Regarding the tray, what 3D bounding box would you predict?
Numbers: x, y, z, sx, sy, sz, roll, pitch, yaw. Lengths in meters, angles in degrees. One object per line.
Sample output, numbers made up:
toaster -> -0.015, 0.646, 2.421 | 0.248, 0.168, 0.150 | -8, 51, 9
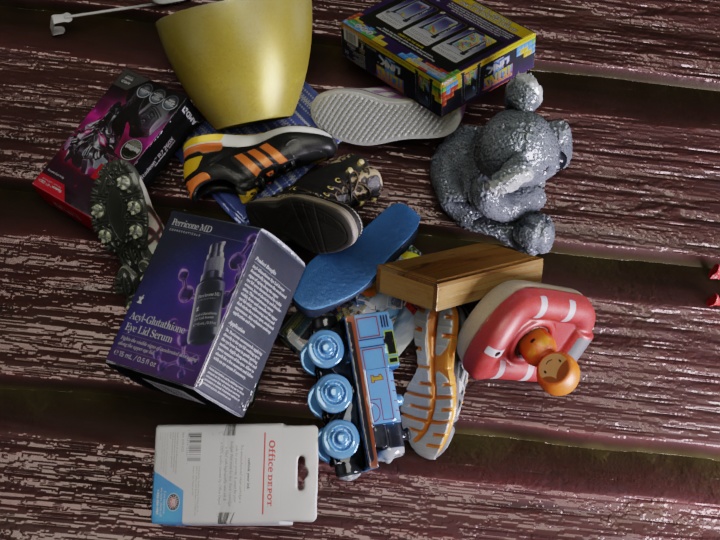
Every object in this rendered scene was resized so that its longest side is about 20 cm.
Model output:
tray -> 0.123, 0.003, 1.466 | 0.199, 0.098, 0.037 | -13, 112, -43

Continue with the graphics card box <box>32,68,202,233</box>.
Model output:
graphics card box -> -0.307, -0.151, 1.523 | 0.125, 0.051, 0.201 | 27, 72, 33

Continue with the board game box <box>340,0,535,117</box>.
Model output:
board game box -> 0.098, -0.290, 1.548 | 0.164, 0.057, 0.200 | -29, 48, -26

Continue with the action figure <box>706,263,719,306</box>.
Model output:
action figure -> 0.555, 0.035, 1.569 | 0.198, 0.052, 0.066 | 9, 71, -4

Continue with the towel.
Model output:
towel -> -0.128, -0.168, 1.584 | 0.200, 0.024, 0.145 | -43, 81, -15

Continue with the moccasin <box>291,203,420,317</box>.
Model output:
moccasin -> 0.000, 0.000, 1.469 | 0.199, 0.068, 0.081 | -33, 70, -24

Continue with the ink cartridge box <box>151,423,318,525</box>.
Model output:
ink cartridge box -> -0.141, 0.243, 1.428 | 0.197, 0.067, 0.117 | -1, 75, 9

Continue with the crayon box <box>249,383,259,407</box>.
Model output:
crayon box -> -0.169, 0.057, 1.504 | 0.126, 0.051, 0.202 | 15, 76, 0

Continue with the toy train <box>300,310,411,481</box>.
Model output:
toy train -> -0.005, 0.146, 1.440 | 0.113, 0.087, 0.202 | -8, 78, -13

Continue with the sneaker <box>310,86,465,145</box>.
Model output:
sneaker -> 0.040, -0.216, 1.583 | 0.198, 0.115, 0.073 | 5, 119, 9

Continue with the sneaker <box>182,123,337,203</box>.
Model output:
sneaker -> -0.126, -0.126, 1.520 | 0.198, 0.070, 0.091 | -4, 69, 1

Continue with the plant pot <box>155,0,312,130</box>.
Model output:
plant pot -> -0.147, -0.256, 1.516 | 0.198, 0.200, 0.144 | -10, 95, -7

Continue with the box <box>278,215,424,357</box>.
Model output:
box -> 0.010, 0.051, 1.526 | 0.136, 0.038, 0.200 | 39, 76, 6

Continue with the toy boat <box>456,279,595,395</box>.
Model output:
toy boat -> 0.213, 0.096, 1.442 | 0.199, 0.131, 0.131 | 7, 33, -40

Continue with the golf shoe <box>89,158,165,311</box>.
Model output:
golf shoe -> -0.270, -0.044, 1.470 | 0.076, 0.088, 0.202 | -2, 111, 21

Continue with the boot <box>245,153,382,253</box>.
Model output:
boot -> -0.032, -0.085, 1.479 | 0.150, 0.199, 0.074 | -32, 111, -33

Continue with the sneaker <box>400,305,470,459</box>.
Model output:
sneaker -> 0.105, 0.134, 1.495 | 0.078, 0.077, 0.202 | 10, 90, 38

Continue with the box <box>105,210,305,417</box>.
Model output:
box -> -0.177, 0.048, 1.396 | 0.147, 0.104, 0.202 | 10, 72, 34

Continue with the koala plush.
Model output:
koala plush -> 0.184, -0.138, 1.504 | 0.182, 0.200, 0.179 | 14, 75, 0

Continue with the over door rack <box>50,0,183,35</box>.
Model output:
over door rack -> -0.337, -0.412, 1.605 | 0.198, 0.067, 0.149 | -16, 76, -8
